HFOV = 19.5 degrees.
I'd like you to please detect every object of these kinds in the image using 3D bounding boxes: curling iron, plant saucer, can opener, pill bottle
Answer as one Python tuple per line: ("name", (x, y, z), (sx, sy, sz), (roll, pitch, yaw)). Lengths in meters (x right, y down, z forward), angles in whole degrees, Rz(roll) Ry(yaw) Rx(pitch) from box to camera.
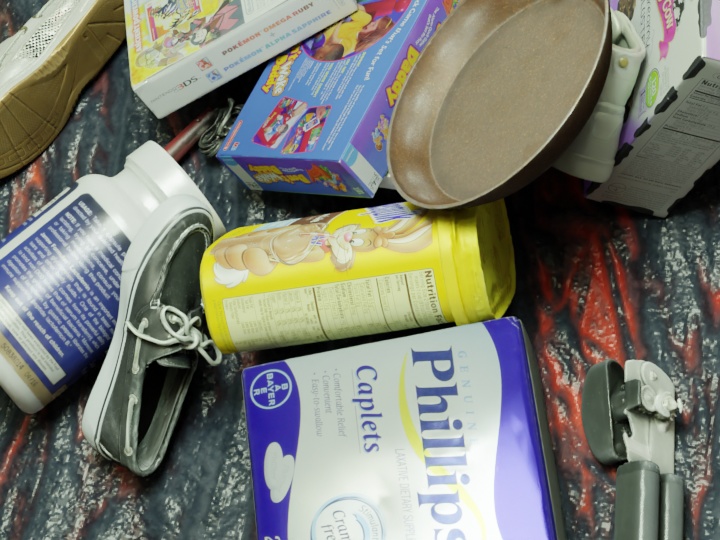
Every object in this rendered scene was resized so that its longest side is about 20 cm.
("curling iron", (-0.166, -0.067, 1.622), (0.200, 0.026, 0.050), (-39, 25, -3))
("plant saucer", (0.099, -0.122, 1.414), (0.200, 0.034, 0.201), (-34, 39, 33))
("can opener", (0.187, 0.153, 1.412), (0.066, 0.052, 0.201), (-27, 49, 40))
("pill bottle", (-0.203, 0.002, 1.548), (0.200, 0.116, 0.116), (-40, 60, -8))

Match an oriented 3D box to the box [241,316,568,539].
("box", (0.032, 0.146, 1.416), (0.199, 0.105, 0.185), (-12, 60, 7))

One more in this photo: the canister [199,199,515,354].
("canister", (0.000, 0.000, 1.482), (0.199, 0.149, 0.087), (-9, 100, 13))

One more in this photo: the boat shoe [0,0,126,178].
("boat shoe", (-0.265, -0.156, 1.681), (0.069, 0.071, 0.200), (26, 68, 33))

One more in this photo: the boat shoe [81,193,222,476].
("boat shoe", (-0.139, 0.048, 1.490), (0.068, 0.073, 0.200), (27, 97, 42))

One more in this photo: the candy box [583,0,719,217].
("candy box", (0.228, -0.161, 1.475), (0.071, 0.200, 0.169), (12, 61, -13))

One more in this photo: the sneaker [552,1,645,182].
("sneaker", (0.148, -0.149, 1.506), (0.073, 0.116, 0.200), (10, 18, -23))

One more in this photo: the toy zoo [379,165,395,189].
("toy zoo", (0.019, -0.122, 1.570), (0.199, 0.020, 0.132), (10, 63, 45))

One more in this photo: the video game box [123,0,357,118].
("video game box", (-0.100, -0.231, 1.640), (0.181, 0.047, 0.201), (-25, 42, 13))

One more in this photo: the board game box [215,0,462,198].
("board game box", (-0.007, -0.150, 1.564), (0.134, 0.045, 0.201), (6, 60, 44))
